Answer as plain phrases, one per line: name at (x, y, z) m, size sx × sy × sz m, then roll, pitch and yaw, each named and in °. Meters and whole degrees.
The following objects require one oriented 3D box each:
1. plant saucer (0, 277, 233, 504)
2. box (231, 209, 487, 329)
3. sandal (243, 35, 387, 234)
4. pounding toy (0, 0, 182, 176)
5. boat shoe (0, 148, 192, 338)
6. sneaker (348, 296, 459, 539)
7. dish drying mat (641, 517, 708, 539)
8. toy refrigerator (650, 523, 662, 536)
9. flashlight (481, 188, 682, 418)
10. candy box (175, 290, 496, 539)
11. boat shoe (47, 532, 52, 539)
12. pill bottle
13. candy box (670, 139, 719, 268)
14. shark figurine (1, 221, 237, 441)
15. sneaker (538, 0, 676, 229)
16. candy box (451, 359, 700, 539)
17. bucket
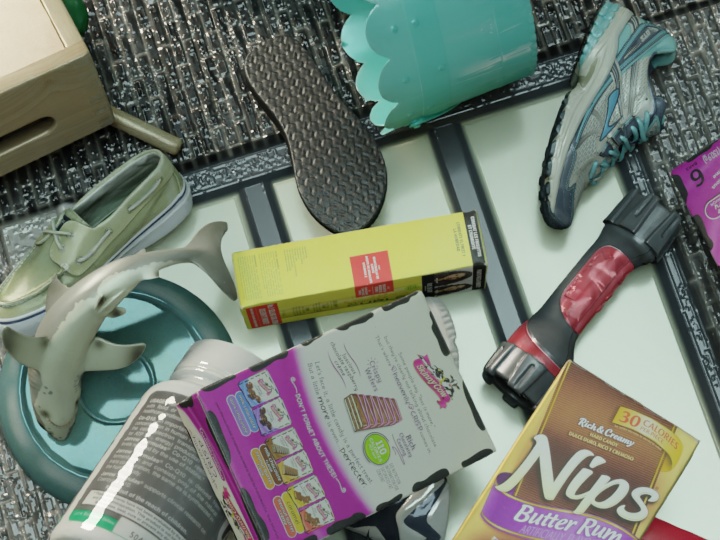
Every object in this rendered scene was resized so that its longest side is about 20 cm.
plant saucer at (-0.196, 0.095, 1.685) m, size 0.199 × 0.027 × 0.201 m, roll -1°, pitch 75°, yaw 2°
box at (0.000, 0.000, 1.680) m, size 0.199 × 0.075 × 0.050 m, roll -9°, pitch 74°, yaw -2°
sandal at (-0.032, -0.108, 1.731) m, size 0.075 × 0.048 × 0.201 m, roll -24°, pitch 62°, yaw -4°
pounding toy at (-0.281, -0.159, 1.718) m, size 0.200 × 0.142 × 0.184 m, roll -26°, pitch 61°, yaw -8°
boat shoe at (-0.227, -0.025, 1.690) m, size 0.200 × 0.062 × 0.072 m, roll -41°, pitch 44°, yaw -15°
sneaker at (0.007, 0.116, 1.643) m, size 0.129 × 0.079 × 0.200 m, roll 5°, pitch 84°, yaw -6°
dish drying mat at (0.216, 0.223, 1.560) m, size 0.200 × 0.018 × 0.077 m, roll 23°, pitch 75°, yaw 8°
toy refrigerator at (0.211, 0.242, 1.604) m, size 0.070 × 0.076 × 0.200 m, roll -36°, pitch 77°, yaw -8°
flashlight at (0.181, 0.025, 1.669) m, size 0.068 × 0.068 × 0.200 m, roll 39°, pitch 80°, yaw 13°
candy box at (-0.017, 0.116, 1.543) m, size 0.200 × 0.061 × 0.137 m, roll -23°, pitch 87°, yaw -25°
boat shoe at (-0.216, 0.238, 1.628) m, size 0.199 × 0.072 × 0.073 m, roll -13°, pitch 69°, yaw -12°
pill bottle at (-0.138, 0.156, 1.578) m, size 0.113 × 0.113 × 0.200 m, roll 27°, pitch 59°, yaw 9°
candy box at (0.347, -0.027, 1.629) m, size 0.136 × 0.061 × 0.200 m, roll -35°, pitch 61°, yaw 20°
shark figurine at (-0.204, 0.020, 1.626) m, size 0.214 × 0.128 × 0.090 m, roll -43°, pitch 40°, yaw 5°
sneaker at (0.204, -0.122, 1.707) m, size 0.086 × 0.078 × 0.200 m, roll 19°, pitch 76°, yaw 4°
candy box at (0.148, 0.181, 1.537) m, size 0.117 × 0.056 × 0.200 m, roll 31°, pitch 76°, yaw 10°
bucket at (0.052, -0.223, 1.679) m, size 0.134 × 0.207 × 0.208 m, roll -15°, pitch 74°, yaw -5°
